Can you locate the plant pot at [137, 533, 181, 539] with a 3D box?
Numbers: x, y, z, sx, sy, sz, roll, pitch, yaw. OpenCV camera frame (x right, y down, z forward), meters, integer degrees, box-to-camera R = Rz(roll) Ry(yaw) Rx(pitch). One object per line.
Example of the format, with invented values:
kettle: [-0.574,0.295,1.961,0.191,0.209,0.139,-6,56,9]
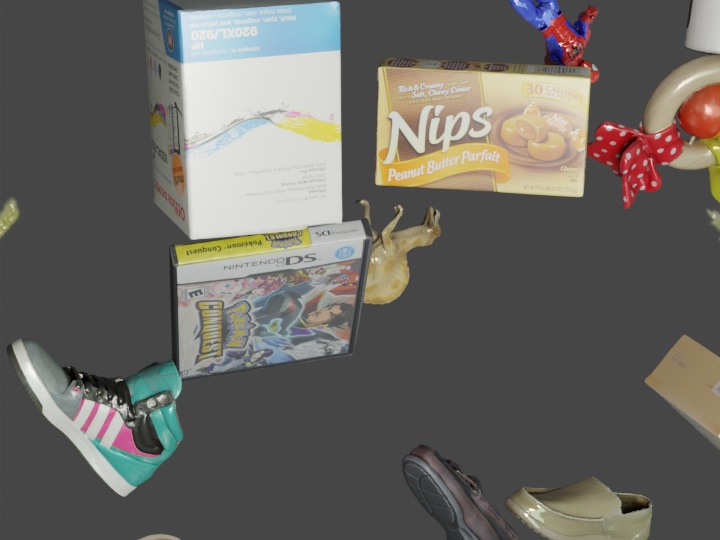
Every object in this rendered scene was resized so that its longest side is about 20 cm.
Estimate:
plant pot: [-0.149,0.382,1.492,0.200,0.187,0.187,32,94,-41]

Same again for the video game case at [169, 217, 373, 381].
video game case: [-0.086,0.031,1.398,0.180,0.026,0.200,-9,146,-12]

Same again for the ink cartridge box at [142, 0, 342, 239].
ink cartridge box: [-0.105,-0.145,1.332,0.144,0.147,0.200,-8,110,-19]

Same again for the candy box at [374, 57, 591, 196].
candy box: [0.116,-0.137,1.424,0.200,0.055,0.116,4,109,9]

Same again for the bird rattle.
bird rattle: [0.335,-0.149,1.525,0.200,0.113,0.163,8,124,-13]

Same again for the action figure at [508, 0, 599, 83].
action figure: [0.183,-0.248,1.441,0.065,0.099,0.200,-44,120,-2]

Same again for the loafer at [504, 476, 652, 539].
loafer: [0.243,0.261,1.652,0.200,0.076,0.068,17,100,-35]

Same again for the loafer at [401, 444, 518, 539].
loafer: [0.109,0.247,1.603,0.063,0.072,0.200,-47,125,-23]

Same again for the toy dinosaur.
toy dinosaur: [0.000,0.000,1.473,0.200,0.058,0.101,-43,118,-3]

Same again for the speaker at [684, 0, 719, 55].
speaker: [0.377,-0.318,1.499,0.081,0.081,0.200,-2,109,-21]

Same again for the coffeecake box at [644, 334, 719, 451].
coffeecake box: [0.429,0.178,1.646,0.200,0.154,0.073,41,91,-28]

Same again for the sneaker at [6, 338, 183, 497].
sneaker: [-0.230,0.114,1.405,0.121,0.084,0.200,-35,124,-1]
